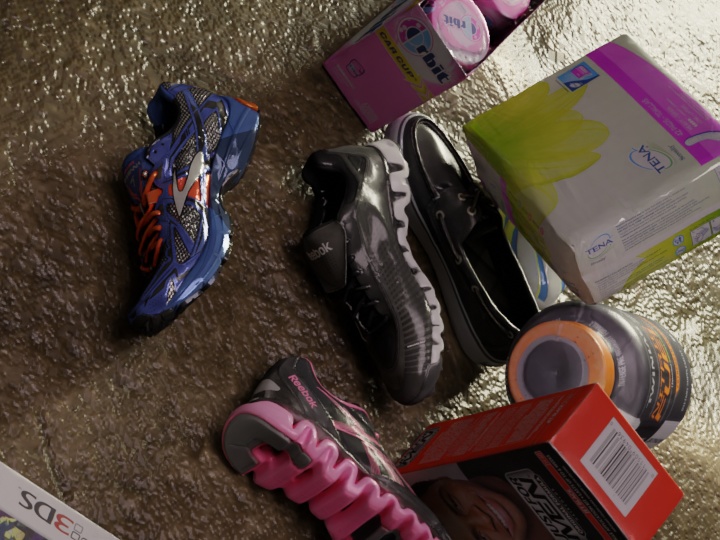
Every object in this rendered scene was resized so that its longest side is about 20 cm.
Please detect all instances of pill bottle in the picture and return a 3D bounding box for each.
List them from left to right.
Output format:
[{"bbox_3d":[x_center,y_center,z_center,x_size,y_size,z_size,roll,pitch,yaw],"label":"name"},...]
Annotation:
[{"bbox_3d":[0.166,0.078,1.520,0.200,0.105,0.107,12,61,-68],"label":"pill bottle"}]

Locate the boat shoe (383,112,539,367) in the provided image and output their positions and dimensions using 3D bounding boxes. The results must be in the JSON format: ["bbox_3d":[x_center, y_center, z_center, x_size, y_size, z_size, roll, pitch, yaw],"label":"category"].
[{"bbox_3d":[0.080,-0.029,1.577,0.068,0.056,0.202,-20,86,-43],"label":"boat shoe"}]

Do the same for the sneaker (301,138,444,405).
[{"bbox_3d":[0.000,0.000,1.494,0.090,0.066,0.202,4,66,-36],"label":"sneaker"}]

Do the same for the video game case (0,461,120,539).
[{"bbox_3d":[-0.205,0.227,1.239,0.181,0.036,0.201,37,52,-22],"label":"video game case"}]

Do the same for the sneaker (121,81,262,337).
[{"bbox_3d":[-0.127,-0.043,1.405,0.078,0.075,0.201,27,48,-19],"label":"sneaker"}]

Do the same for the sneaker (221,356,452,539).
[{"bbox_3d":[-0.001,0.134,1.436,0.200,0.079,0.096,45,38,-19],"label":"sneaker"}]

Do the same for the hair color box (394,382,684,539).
[{"bbox_3d":[0.113,0.144,1.430,0.102,0.200,0.061,50,59,-11],"label":"hair color box"}]

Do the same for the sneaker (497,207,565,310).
[{"bbox_3d":[0.167,-0.069,1.635,0.075,0.105,0.202,31,54,-27],"label":"sneaker"}]

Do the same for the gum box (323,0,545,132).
[{"bbox_3d":[0.076,-0.196,1.604,0.066,0.113,0.200,53,47,-9],"label":"gum box"}]

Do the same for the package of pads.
[{"bbox_3d":[0.174,-0.075,1.524,0.154,0.200,0.069,-30,127,-5],"label":"package of pads"}]
